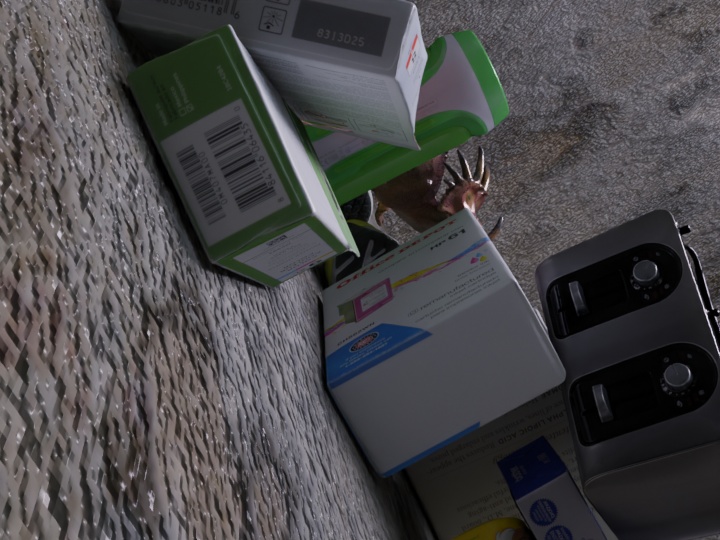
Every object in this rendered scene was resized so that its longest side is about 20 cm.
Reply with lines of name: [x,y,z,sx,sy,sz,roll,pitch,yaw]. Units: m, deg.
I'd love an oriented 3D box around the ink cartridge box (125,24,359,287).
ink cartridge box: [-0.056,-0.052,0.579,0.104,0.059,0.200,65,4,7]

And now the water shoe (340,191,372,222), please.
water shoe: [-0.045,-0.103,0.942,0.079,0.071,0.200,64,3,36]

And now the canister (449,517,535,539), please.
canister: [0.126,0.285,0.688,0.149,0.086,0.201,58,6,-50]

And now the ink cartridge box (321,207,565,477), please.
ink cartridge box: [0.050,0.043,0.751,0.085,0.144,0.200,59,6,-15]

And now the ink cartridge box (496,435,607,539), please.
ink cartridge box: [0.167,0.222,0.715,0.201,0.044,0.094,60,3,-4]

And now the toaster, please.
toaster: [0.214,0.086,0.730,0.200,0.118,0.182,49,28,-48]

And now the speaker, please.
speaker: [0.012,-0.110,0.799,0.089,0.199,0.088,63,4,-8]

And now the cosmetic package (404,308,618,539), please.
cosmetic package: [0.136,0.171,0.910,0.201,0.164,0.165,64,6,-10]

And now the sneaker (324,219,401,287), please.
sneaker: [0.000,0.000,0.965,0.090,0.078,0.200,50,-5,29]

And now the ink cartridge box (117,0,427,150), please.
ink cartridge box: [-0.038,-0.129,0.629,0.200,0.161,0.051,15,88,-82]

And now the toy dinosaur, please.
toy dinosaur: [0.048,-0.102,0.877,0.086,0.135,0.202,-39,116,-60]
